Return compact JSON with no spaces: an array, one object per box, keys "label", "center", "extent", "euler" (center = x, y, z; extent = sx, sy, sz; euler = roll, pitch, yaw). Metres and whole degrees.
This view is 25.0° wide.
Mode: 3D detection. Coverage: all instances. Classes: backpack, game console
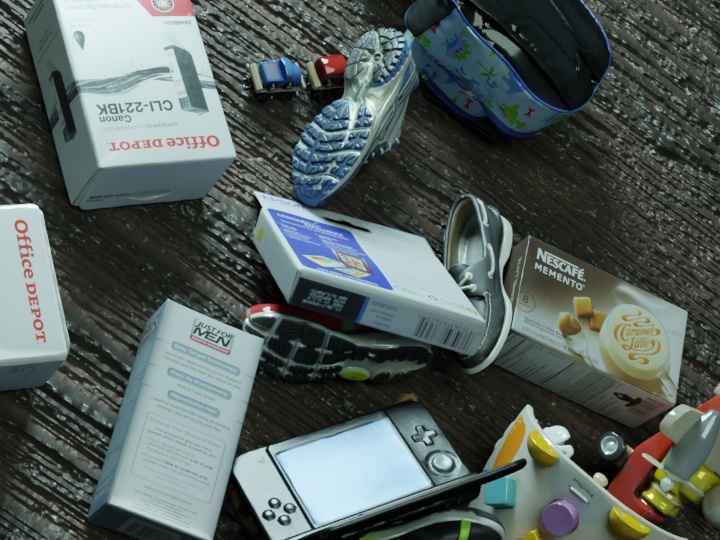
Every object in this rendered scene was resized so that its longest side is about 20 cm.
[{"label":"backpack","center":[0.157,-0.245,1.730],"extent":[0.200,0.147,0.183],"euler":[46,53,-9]},{"label":"game console","center":[0.010,0.165,1.376],"extent":[0.199,0.117,0.176],"euler":[-15,47,-23]}]

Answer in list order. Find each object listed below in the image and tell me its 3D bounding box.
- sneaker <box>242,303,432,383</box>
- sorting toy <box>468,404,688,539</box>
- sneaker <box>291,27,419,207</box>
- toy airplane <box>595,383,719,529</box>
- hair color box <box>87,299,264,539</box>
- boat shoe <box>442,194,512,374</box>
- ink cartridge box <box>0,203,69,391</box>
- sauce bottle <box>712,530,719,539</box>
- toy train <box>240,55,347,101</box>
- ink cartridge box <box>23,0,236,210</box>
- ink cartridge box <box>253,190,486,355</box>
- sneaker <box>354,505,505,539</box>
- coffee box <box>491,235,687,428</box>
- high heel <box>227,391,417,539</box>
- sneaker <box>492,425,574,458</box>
[{"label":"sneaker","center":[-0.028,0.056,1.544],"extent":[0.199,0.077,0.085],"euler":[10,43,-30]},{"label":"sorting toy","center":[0.165,0.257,1.484],"extent":[0.200,0.181,0.107],"euler":[40,11,17]},{"label":"sneaker","center":[0.006,-0.140,1.636],"extent":[0.201,0.077,0.085],"euler":[-59,143,-15]},{"label":"toy airplane","center":[0.345,0.183,1.585],"extent":[0.199,0.200,0.142],"euler":[-9,54,-24]},{"label":"hair color box","center":[-0.160,0.138,1.426],"extent":[0.098,0.061,0.201],"euler":[24,58,-17]},{"label":"boat shoe","center":[0.111,0.010,1.615],"extent":[0.060,0.074,0.201],"euler":[40,45,-33]},{"label":"ink cartridge box","center":[-0.359,0.029,1.354],"extent":[0.199,0.084,0.147],"euler":[-3,69,-30]},{"label":"sauce bottle","center":[0.426,0.348,1.645],"extent":[0.066,0.066,0.201],"euler":[-17,75,-34]},{"label":"toy train","center":[-0.031,-0.201,1.668],"extent":[0.199,0.046,0.034],"euler":[-8,71,-31]},{"label":"ink cartridge box","center":[-0.218,-0.169,1.527],"extent":[0.143,0.084,0.201],"euler":[-7,71,-32]},{"label":"ink cartridge box","center":[0.000,0.000,1.550],"extent":[0.196,0.047,0.200],"euler":[15,16,-22]},{"label":"sneaker","center":[0.039,0.266,1.415],"extent":[0.198,0.072,0.083],"euler":[-7,48,-17]},{"label":"coffee box","center":[0.227,0.064,1.662],"extent":[0.199,0.080,0.115],"euler":[25,58,-16]},{"label":"high heel","center":[-0.029,0.169,1.473],"extent":[0.142,0.071,0.201],"euler":[35,64,-17]},{"label":"sneaker","center":[0.168,0.251,1.556],"extent":[0.080,0.075,0.202],"euler":[-1,70,-5]}]
